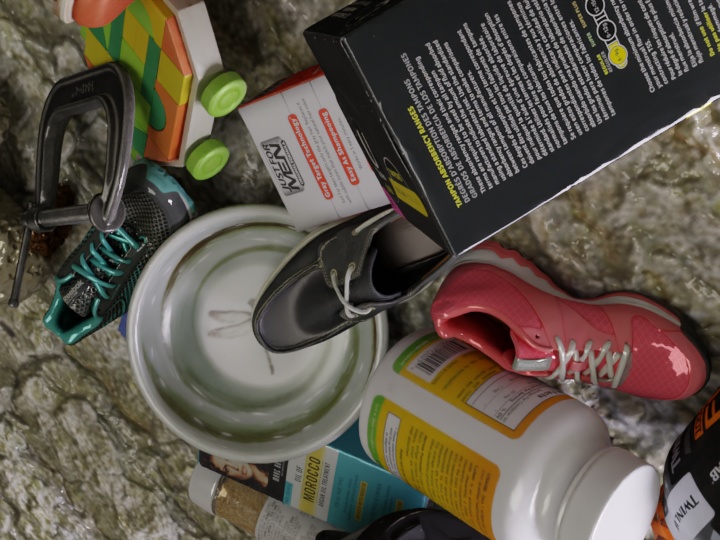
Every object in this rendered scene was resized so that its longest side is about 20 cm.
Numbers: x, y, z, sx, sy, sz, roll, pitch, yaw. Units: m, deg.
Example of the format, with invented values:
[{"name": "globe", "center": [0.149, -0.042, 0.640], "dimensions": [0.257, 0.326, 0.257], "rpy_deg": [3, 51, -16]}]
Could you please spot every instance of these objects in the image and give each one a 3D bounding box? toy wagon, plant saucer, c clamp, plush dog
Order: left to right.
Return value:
[{"name": "plush dog", "center": [-0.336, -0.034, 1.024], "dimensions": [0.171, 0.162, 0.199], "rpy_deg": [34, 136, -28]}, {"name": "c clamp", "center": [-0.212, -0.065, 0.905], "dimensions": [0.199, 0.027, 0.174], "rpy_deg": [-10, 74, 55]}, {"name": "toy wagon", "center": [-0.151, -0.135, 0.877], "dimensions": [0.156, 0.039, 0.201], "rpy_deg": [50, 146, 19]}, {"name": "plant saucer", "center": [-0.077, 0.045, 0.930], "dimensions": [0.197, 0.050, 0.203], "rpy_deg": [0, 104, -1]}]

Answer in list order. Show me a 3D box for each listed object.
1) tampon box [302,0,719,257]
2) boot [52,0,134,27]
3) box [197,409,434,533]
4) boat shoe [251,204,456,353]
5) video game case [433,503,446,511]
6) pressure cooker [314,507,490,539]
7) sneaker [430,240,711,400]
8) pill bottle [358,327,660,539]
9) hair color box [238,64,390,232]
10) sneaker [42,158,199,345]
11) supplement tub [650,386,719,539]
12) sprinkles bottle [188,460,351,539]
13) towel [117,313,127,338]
[{"name": "tampon box", "center": [0.089, -0.121, 0.662], "dimensions": [0.198, 0.150, 0.127], "rpy_deg": [-30, 105, -2]}, {"name": "boot", "center": [-0.100, -0.209, 0.761], "dimensions": [0.200, 0.075, 0.107], "rpy_deg": [-45, 93, 0]}, {"name": "box", "center": [-0.034, 0.152, 0.988], "dimensions": [0.198, 0.049, 0.083], "rpy_deg": [20, 126, 15]}, {"name": "boat shoe", "center": [0.000, 0.000, 0.855], "dimensions": [0.199, 0.068, 0.072], "rpy_deg": [-31, 105, 18]}, {"name": "video game case", "center": [0.098, 0.179, 0.977], "dimensions": [0.198, 0.018, 0.145], "rpy_deg": [-15, 109, 35]}, {"name": "pressure cooker", "center": [0.008, 0.278, 0.878], "dimensions": [0.179, 0.176, 0.200], "rpy_deg": [50, 132, -2]}, {"name": "sneaker", "center": [0.137, 0.053, 0.835], "dimensions": [0.198, 0.087, 0.075], "rpy_deg": [21, 127, 16]}, {"name": "pill bottle", "center": [0.102, 0.127, 0.845], "dimensions": [0.199, 0.110, 0.112], "rpy_deg": [27, 131, 39]}, {"name": "hair color box", "center": [0.024, -0.104, 0.819], "dimensions": [0.198, 0.061, 0.103], "rpy_deg": [-15, 109, 34]}, {"name": "sneaker", "center": [-0.189, -0.004, 0.934], "dimensions": [0.077, 0.091, 0.200], "rpy_deg": [39, 139, 1]}, {"name": "supplement tub", "center": [0.274, 0.117, 0.775], "dimensions": [0.122, 0.123, 0.201], "rpy_deg": [33, 128, 7]}, {"name": "sprinkles bottle", "center": [-0.050, 0.213, 1.034], "dimensions": [0.198, 0.068, 0.069], "rpy_deg": [27, 128, 20]}, {"name": "towel", "center": [-0.105, 0.044, 1.010], "dimensions": [0.198, 0.024, 0.146], "rpy_deg": [30, 126, 8]}]
